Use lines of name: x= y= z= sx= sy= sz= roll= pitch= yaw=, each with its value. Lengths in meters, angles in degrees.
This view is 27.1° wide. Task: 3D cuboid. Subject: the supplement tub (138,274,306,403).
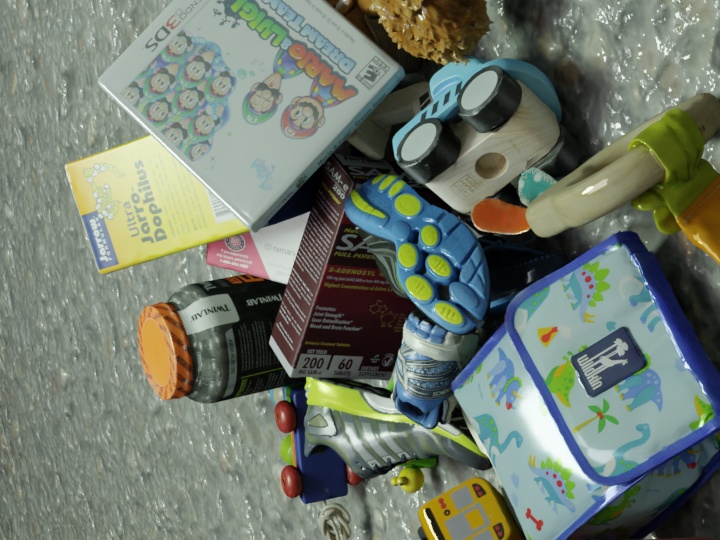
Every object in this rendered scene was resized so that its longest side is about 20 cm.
supplement tub: x=-0.117 y=0.065 z=1.521 sx=0.122 sy=0.199 sz=0.123 roll=27 pitch=123 yaw=54

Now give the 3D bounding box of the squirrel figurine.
squirrel figurine: x=0.034 y=-0.252 z=1.184 sx=0.187 sy=0.141 sz=0.200 roll=110 pitch=160 yaw=-54

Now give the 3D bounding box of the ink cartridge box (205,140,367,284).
ink cartridge box: x=-0.062 y=-0.095 z=1.418 sx=0.144 sy=0.084 sz=0.201 roll=13 pitch=109 yaw=25

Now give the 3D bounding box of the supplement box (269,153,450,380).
supplement box: x=0.000 y=0.000 z=1.344 sx=0.061 sy=0.109 sz=0.200 roll=52 pitch=131 yaw=51

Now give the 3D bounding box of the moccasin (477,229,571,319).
moccasin: x=0.103 y=0.003 z=1.235 sx=0.200 sy=0.080 sz=0.068 roll=-21 pitch=77 yaw=60

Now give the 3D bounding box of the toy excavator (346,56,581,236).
toy excavator: x=0.071 y=-0.120 z=1.219 sx=0.194 sy=0.100 sz=0.200 roll=-38 pitch=32 yaw=25

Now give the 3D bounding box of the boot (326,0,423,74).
boot: x=-0.053 y=-0.228 z=1.352 sx=0.200 sy=0.154 sz=0.074 roll=45 pitch=137 yaw=45

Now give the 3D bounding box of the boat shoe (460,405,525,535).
boat shoe: x=0.150 y=0.160 z=1.218 sx=0.063 sy=0.071 sz=0.200 roll=-48 pitch=51 yaw=25

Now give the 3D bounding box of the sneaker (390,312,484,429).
sneaker: x=0.057 y=0.088 z=1.257 sx=0.200 sy=0.077 sz=0.085 roll=42 pitch=-113 yaw=-78

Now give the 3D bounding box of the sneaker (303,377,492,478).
sneaker: x=0.033 y=0.154 z=1.356 sx=0.200 sy=0.074 sz=0.081 roll=14 pitch=93 yaw=31

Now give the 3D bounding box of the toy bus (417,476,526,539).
toy bus: x=0.105 y=0.236 z=1.255 sx=0.065 sy=0.078 sz=0.200 roll=62 pitch=-174 yaw=27

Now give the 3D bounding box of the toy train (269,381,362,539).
toy train: x=-0.054 y=0.210 z=1.592 sx=0.116 sy=0.084 sz=0.201 roll=-155 pitch=58 yaw=-68

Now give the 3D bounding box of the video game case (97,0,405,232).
video game case: x=-0.093 y=-0.161 z=1.246 sx=0.200 sy=0.182 sz=0.024 roll=43 pitch=178 yaw=19

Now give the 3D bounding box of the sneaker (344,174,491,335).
sneaker: x=0.055 y=-0.009 z=1.197 sx=0.083 sy=0.071 sz=0.200 roll=55 pitch=176 yaw=-37

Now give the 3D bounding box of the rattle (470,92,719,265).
rattle: x=0.189 y=-0.030 z=1.051 sx=0.143 sy=0.130 sz=0.200 roll=42 pitch=133 yaw=-16

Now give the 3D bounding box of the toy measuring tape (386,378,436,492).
toy measuring tape: x=0.020 y=0.117 z=1.430 sx=0.074 sy=0.073 sz=0.201 roll=-21 pitch=81 yaw=61

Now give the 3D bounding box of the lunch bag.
lunch bag: x=0.178 y=0.095 z=1.099 sx=0.200 sy=0.127 sz=0.170 roll=-52 pitch=52 yaw=40

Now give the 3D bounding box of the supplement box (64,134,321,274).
supplement box: x=-0.149 y=-0.079 z=1.356 sx=0.200 sy=0.109 sz=0.110 roll=-15 pitch=95 yaw=32

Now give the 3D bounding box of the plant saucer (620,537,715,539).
plant saucer: x=0.158 y=0.239 z=1.105 sx=0.200 sy=0.199 sz=0.037 roll=130 pitch=136 yaw=-54
